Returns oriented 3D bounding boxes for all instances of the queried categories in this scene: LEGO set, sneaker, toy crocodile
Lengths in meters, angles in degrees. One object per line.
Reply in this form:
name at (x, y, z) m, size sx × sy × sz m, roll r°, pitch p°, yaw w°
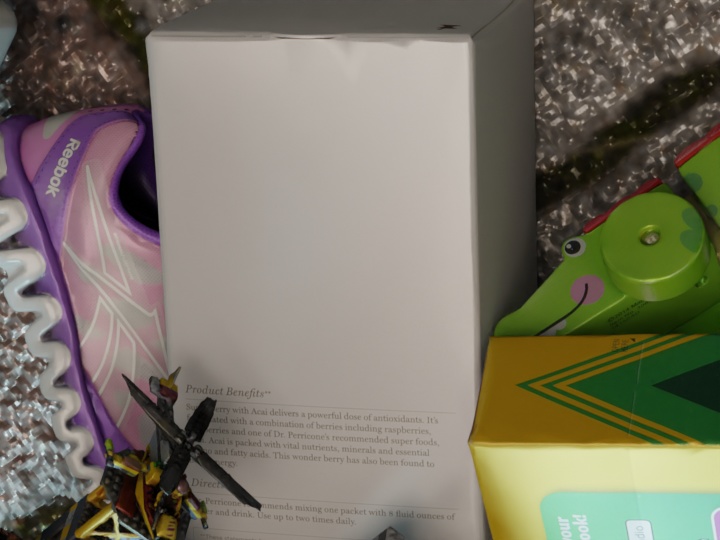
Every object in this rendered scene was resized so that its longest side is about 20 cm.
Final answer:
LEGO set at (-0.033, 0.137, 0.729) m, size 0.200 × 0.154 × 0.116 m, roll 43°, pitch 122°, yaw -12°
sneaker at (-0.085, 0.020, 0.877) m, size 0.088 × 0.081 × 0.202 m, roll -21°, pitch 98°, yaw 11°
toy crocodile at (0.133, -0.023, 0.785) m, size 0.199 × 0.068 × 0.062 m, roll -35°, pitch 53°, yaw 2°

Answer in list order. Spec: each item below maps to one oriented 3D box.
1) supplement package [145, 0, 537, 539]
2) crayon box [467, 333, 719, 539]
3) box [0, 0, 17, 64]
supplement package at (0.000, 0.000, 0.823) m, size 0.120 × 0.120 × 0.202 m, roll 3°, pitch 106°, yaw 15°
crayon box at (0.140, 0.110, 0.778) m, size 0.171 × 0.059 × 0.201 m, roll 0°, pitch 132°, yaw 17°
box at (-0.277, -0.058, 0.814) m, size 0.171 × 0.199 × 0.200 m, roll 40°, pitch 113°, yaw 27°
